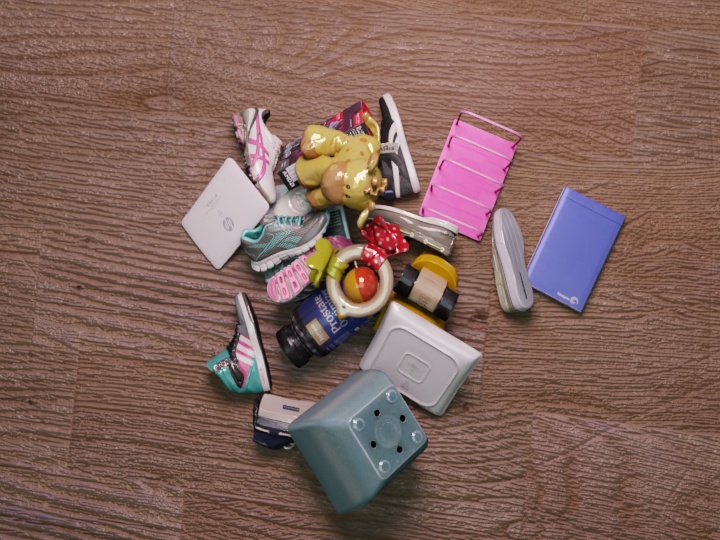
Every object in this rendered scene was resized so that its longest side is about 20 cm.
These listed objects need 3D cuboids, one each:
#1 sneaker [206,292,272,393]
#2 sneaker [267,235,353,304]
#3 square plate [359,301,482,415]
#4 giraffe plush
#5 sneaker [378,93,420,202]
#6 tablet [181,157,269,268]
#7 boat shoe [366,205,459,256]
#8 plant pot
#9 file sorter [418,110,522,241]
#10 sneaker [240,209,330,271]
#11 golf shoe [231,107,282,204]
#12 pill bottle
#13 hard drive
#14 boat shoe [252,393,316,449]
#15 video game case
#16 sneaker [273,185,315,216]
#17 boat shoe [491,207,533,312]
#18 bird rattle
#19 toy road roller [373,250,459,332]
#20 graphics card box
[{"bbox_3d":[-0.258,0.157,1.271,0.117,0.084,0.207,-14,90,-4],"label":"sneaker"},{"bbox_3d":[-0.098,0.003,1.240,0.197,0.088,0.075,-35,82,-14],"label":"sneaker"},{"bbox_3d":[0.107,0.180,1.203,0.196,0.029,0.201,30,129,5],"label":"square plate"},{"bbox_3d":[-0.017,-0.160,1.092,0.194,0.164,0.176,-19,125,6],"label":"giraffe plush"},{"bbox_3d":[0.042,-0.239,1.243,0.108,0.073,0.207,-18,88,6],"label":"sneaker"},{"bbox_3d":[-0.276,-0.111,1.263,0.131,0.014,0.200,49,120,5],"label":"tablet"},{"bbox_3d":[0.093,-0.079,1.222,0.196,0.072,0.062,16,85,22],"label":"boat shoe"},{"bbox_3d":[0.012,0.303,1.146,0.193,0.200,0.199,-33,86,-28],"label":"plant pot"},{"bbox_3d":[0.210,-0.181,1.200,0.135,0.125,0.206,22,92,5],"label":"file sorter"},{"bbox_3d":[-0.150,-0.074,1.207,0.196,0.079,0.092,-28,124,15],"label":"sneaker"},{"bbox_3d":[-0.196,-0.235,1.260,0.089,0.073,0.206,-16,82,-9],"label":"golf shoe"},{"bbox_3d":[-0.067,0.097,1.234,0.198,0.112,0.113,-38,87,4],"label":"pill bottle"},{"bbox_3d":[0.417,-0.041,1.230,0.129,0.025,0.205,25,92,5],"label":"hard drive"},{"bbox_3d":[-0.128,0.321,1.269,0.193,0.075,0.095,16,115,-1],"label":"boat shoe"},{"bbox_3d":[-0.123,-0.090,1.285,0.193,0.023,0.188,-14,88,4],"label":"video game case"},{"bbox_3d":[-0.093,-0.157,1.232,0.197,0.081,0.076,-35,89,5],"label":"sneaker"},{"bbox_3d":[0.283,-0.018,1.223,0.070,0.061,0.207,2,74,-38],"label":"boat shoe"},{"bbox_3d":[0.000,0.000,1.148,0.193,0.113,0.169,-16,88,-3],"label":"bird rattle"},{"bbox_3d":[0.121,0.058,1.227,0.120,0.147,0.203,28,130,5],"label":"toy road roller"},{"bbox_3d":[-0.067,-0.244,1.213,0.196,0.127,0.051,-28,121,16],"label":"graphics card box"}]
